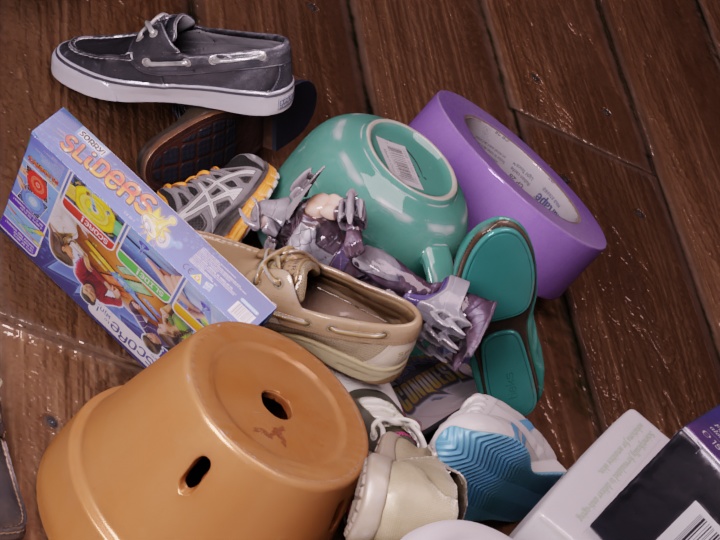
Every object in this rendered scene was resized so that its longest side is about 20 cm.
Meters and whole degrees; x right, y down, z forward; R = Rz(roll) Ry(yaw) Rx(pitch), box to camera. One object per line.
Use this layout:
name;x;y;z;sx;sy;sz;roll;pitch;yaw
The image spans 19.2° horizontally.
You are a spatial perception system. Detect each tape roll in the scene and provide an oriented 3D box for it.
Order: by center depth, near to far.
tape roll;0.121;-0.067;1.862;0.200;0.066;0.200;40;15;-13

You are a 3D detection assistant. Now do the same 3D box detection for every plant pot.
plant pot;-0.087;0.128;1.363;0.200;0.140;0.200;28;32;-19

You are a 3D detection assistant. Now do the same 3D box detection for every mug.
mug;0.021;-0.039;1.668;0.185;0.114;0.152;40;30;0

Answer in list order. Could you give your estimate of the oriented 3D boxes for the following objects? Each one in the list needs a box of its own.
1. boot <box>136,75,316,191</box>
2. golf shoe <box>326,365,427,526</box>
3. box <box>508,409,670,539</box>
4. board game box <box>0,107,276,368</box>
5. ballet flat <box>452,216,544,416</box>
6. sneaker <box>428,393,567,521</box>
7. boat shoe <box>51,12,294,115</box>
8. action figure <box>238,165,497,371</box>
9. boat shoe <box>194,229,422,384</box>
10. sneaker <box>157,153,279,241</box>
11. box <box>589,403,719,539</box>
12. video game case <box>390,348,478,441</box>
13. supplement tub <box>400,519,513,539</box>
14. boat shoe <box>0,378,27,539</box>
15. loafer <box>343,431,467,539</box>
boot;-0.134;-0.121;1.730;0.097;0.075;0.200;26;34;30
golf shoe;0.016;0.119;1.506;0.077;0.088;0.200;-2;53;-26
box;0.179;0.246;1.462;0.200;0.171;0.199;44;31;7
board game box;-0.158;-0.003;1.462;0.200;0.135;0.034;43;56;5
ballet flat;0.102;0.025;1.639;0.067;0.201;0.071;-12;39;-2
sneaker;0.087;0.134;1.577;0.081;0.076;0.200;51;7;23
boat shoe;-0.149;-0.171;1.674;0.199;0.068;0.072;10;34;14
action figure;0.000;0.000;1.551;0.200;0.130;0.070;28;57;-1
boat shoe;-0.052;0.011;1.499;0.199;0.065;0.071;21;45;-2
sneaker;-0.122;-0.041;1.608;0.077;0.078;0.200;32;32;-2
box;0.269;0.162;1.398;0.148;0.104;0.200;47;32;14
video game case;0.003;0.058;1.659;0.181;0.026;0.200;47;32;12
supplement tub;0.021;0.251;1.244;0.144;0.200;0.145;26;42;-26
boat shoe;-0.259;0.082;1.301;0.074;0.073;0.200;-5;52;-49
loafer;0.031;0.148;1.331;0.068;0.076;0.200;19;3;5
